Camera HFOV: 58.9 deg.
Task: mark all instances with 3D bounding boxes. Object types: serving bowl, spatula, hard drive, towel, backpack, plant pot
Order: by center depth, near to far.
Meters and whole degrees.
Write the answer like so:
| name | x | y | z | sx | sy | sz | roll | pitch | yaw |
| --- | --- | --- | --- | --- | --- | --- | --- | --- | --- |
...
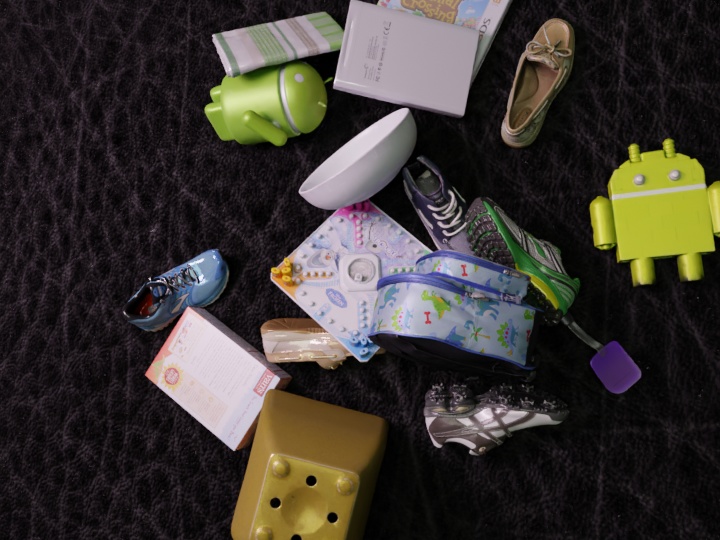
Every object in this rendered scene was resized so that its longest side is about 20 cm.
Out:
| name | x | y | z | sx | sy | sz | roll | pitch | yaw |
| --- | --- | --- | --- | --- | --- | --- | --- | --- | --- |
| backpack | 0.116 | 0.057 | 0.841 | 0.198 | 0.183 | 0.148 | 15 | 76 | -15 |
| plant pot | -0.069 | 0.289 | 0.857 | 0.193 | 0.200 | 0.197 | 15 | 86 | -1 |
| spatula | 0.307 | 0.084 | 0.895 | 0.056 | 0.021 | 0.200 | -36 | 70 | -13 |
| serving bowl | 0.007 | -0.152 | 0.938 | 0.200 | 0.200 | 0.066 | -37 | 107 | 8 |
| hard drive | 0.069 | -0.315 | 0.953 | 0.198 | 0.027 | 0.133 | 12 | 87 | -5 |
| towel | -0.124 | -0.353 | 1.000 | 0.198 | 0.031 | 0.150 | -16 | 42 | -11 |

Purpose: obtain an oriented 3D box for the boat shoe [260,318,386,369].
| name | x | y | z | sx | sy | sz | roll | pitch | yaw |
| --- | --- | --- | --- | --- | --- | --- | --- | --- | --- |
| boat shoe | -0.052 | 0.115 | 0.972 | 0.198 | 0.074 | 0.070 | 3 | 107 | 8 |

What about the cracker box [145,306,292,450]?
| name | x | y | z | sx | sy | sz | roll | pitch | yaw |
| --- | --- | --- | --- | --- | --- | --- | --- | --- | --- |
| cracker box | -0.226 | 0.169 | 1.014 | 0.199 | 0.058 | 0.134 | 35 | 93 | 17 |

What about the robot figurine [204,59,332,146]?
| name | x | y | z | sx | sy | sz | roll | pitch | yaw |
| --- | --- | --- | --- | --- | --- | --- | --- | --- | --- |
| robot figurine | -0.142 | -0.267 | 1.015 | 0.198 | 0.116 | 0.176 | -6 | 50 | 15 |

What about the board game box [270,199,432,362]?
| name | x | y | z | sx | sy | sz | roll | pitch | yaw |
| --- | --- | --- | --- | --- | --- | --- | --- | --- | --- |
| board game box | 0.000 | 0.000 | 0.953 | 0.200 | 0.026 | 0.200 | 40 | 73 | 17 |

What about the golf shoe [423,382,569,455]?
| name | x | y | z | sx | sy | sz | roll | pitch | yaw |
| --- | --- | --- | --- | --- | --- | --- | --- | --- | --- |
| golf shoe | 0.189 | 0.212 | 0.896 | 0.198 | 0.078 | 0.095 | 0 | 100 | 17 |

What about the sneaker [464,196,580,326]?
| name | x | y | z | sx | sy | sz | roll | pitch | yaw |
| --- | --- | --- | --- | --- | --- | --- | --- | --- | --- |
| sneaker | 0.223 | -0.022 | 0.888 | 0.085 | 0.078 | 0.200 | -40 | 93 | -26 |

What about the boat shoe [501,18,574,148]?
| name | x | y | z | sx | sy | sz | roll | pitch | yaw |
| --- | --- | --- | --- | --- | --- | --- | --- | --- | --- |
| boat shoe | 0.263 | -0.280 | 0.933 | 0.073 | 0.063 | 0.201 | 18 | 88 | 17 |

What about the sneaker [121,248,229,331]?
| name | x | y | z | sx | sy | sz | roll | pitch | yaw |
| --- | --- | --- | --- | --- | --- | --- | --- | --- | --- |
| sneaker | -0.300 | 0.035 | 1.035 | 0.199 | 0.090 | 0.079 | -36 | 76 | 7 |

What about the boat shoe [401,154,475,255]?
| name | x | y | z | sx | sy | sz | roll | pitch | yaw |
| --- | --- | --- | --- | --- | --- | --- | --- | --- | --- |
| boat shoe | 0.125 | -0.077 | 0.928 | 0.075 | 0.093 | 0.200 | -39 | 75 | 3 |

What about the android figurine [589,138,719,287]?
| name | x | y | z | sx | sy | sz | roll | pitch | yaw |
| --- | --- | --- | --- | --- | --- | --- | --- | --- | --- |
| android figurine | 0.413 | -0.080 | 0.880 | 0.180 | 0.041 | 0.202 | -4 | 84 | 15 |

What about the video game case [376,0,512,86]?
| name | x | y | z | sx | sy | sz | roll | pitch | yaw |
| --- | --- | --- | --- | --- | --- | --- | --- | --- | --- |
| video game case | 0.111 | -0.383 | 1.010 | 0.199 | 0.022 | 0.183 | 26 | 90 | 17 |
